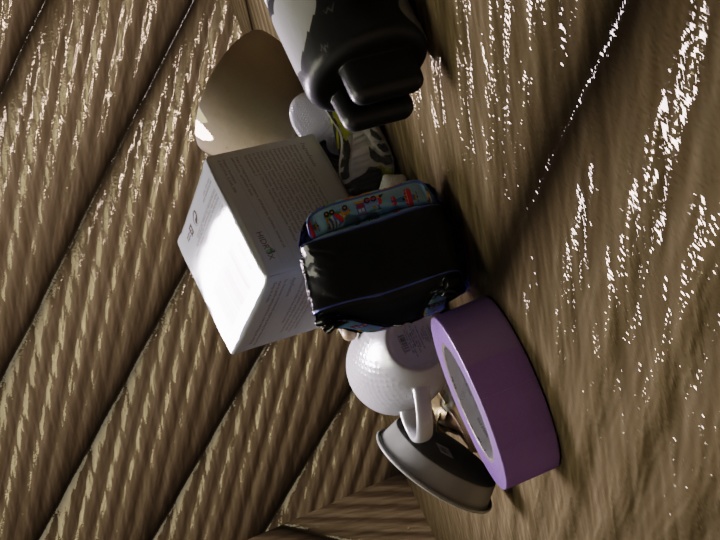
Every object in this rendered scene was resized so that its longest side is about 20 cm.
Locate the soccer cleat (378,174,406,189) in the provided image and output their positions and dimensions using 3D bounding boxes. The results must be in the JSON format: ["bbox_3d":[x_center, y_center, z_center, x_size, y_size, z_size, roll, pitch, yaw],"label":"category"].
[{"bbox_3d":[0.051,-0.068,1.464,0.200,0.069,0.087,81,-172,-78],"label":"soccer cleat"}]

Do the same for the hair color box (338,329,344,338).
[{"bbox_3d":[-0.034,-0.012,1.718,0.201,0.065,0.109,56,141,5],"label":"hair color box"}]

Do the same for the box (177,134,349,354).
[{"bbox_3d":[-0.116,-0.036,1.512,0.201,0.170,0.199,61,148,22],"label":"box"}]

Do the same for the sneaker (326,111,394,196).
[{"bbox_3d":[-0.002,-0.188,1.494,0.085,0.074,0.201,-93,-10,-60],"label":"sneaker"}]

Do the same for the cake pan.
[{"bbox_3d":[0.117,0.282,1.678,0.199,0.037,0.200,30,-170,-6],"label":"cake pan"}]

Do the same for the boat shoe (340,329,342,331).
[{"bbox_3d":[0.000,-0.001,1.607,0.072,0.067,0.201,-129,38,-52],"label":"boat shoe"}]

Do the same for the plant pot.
[{"bbox_3d":[-0.133,-0.236,1.685,0.134,0.201,0.201,29,163,15],"label":"plant pot"}]

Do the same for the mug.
[{"bbox_3d":[0.067,0.142,1.595,0.175,0.146,0.202,118,142,-71],"label":"mug"}]

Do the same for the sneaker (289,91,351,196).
[{"bbox_3d":[-0.027,-0.179,1.594,0.201,0.075,0.114,60,-159,-25],"label":"sneaker"}]

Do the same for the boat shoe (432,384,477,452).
[{"bbox_3d":[0.132,0.211,1.710,0.200,0.066,0.074,-119,8,-57],"label":"boat shoe"}]

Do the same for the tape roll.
[{"bbox_3d":[0.144,0.132,1.235,0.200,0.065,0.202,159,90,-86],"label":"tape roll"}]

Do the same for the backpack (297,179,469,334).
[{"bbox_3d":[0.032,-0.005,1.282,0.200,0.181,0.136,38,-143,-76],"label":"backpack"}]

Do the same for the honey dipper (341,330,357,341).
[{"bbox_3d":[-0.007,0.006,1.547,0.038,0.038,0.202,-121,36,-60],"label":"honey dipper"}]

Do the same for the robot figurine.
[{"bbox_3d":[-0.017,-0.227,1.040,0.124,0.150,0.201,7,-127,-54],"label":"robot figurine"}]
